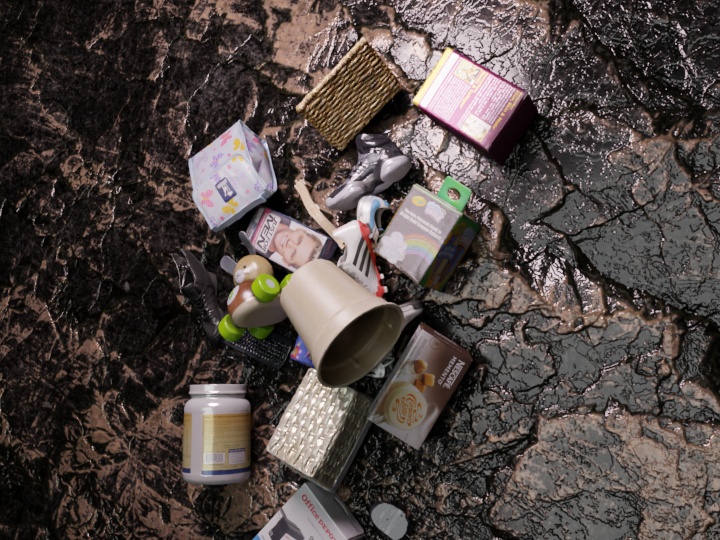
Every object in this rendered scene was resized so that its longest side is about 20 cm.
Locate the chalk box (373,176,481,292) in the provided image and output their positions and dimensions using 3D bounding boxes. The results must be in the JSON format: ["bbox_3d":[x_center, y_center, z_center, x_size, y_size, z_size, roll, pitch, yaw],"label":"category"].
[{"bbox_3d":[0.142,-0.080,1.397,0.124,0.124,0.201,36,97,27],"label":"chalk box"}]

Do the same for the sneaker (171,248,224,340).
[{"bbox_3d":[-0.367,0.055,1.629,0.060,0.104,0.202,-24,64,22],"label":"sneaker"}]

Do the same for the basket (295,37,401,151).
[{"bbox_3d":[-0.043,-0.383,1.499,0.200,0.149,0.143,-45,41,7],"label":"basket"}]

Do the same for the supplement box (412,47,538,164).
[{"bbox_3d":[0.222,-0.320,1.404,0.200,0.103,0.132,40,100,26],"label":"supplement box"}]

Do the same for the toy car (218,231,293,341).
[{"bbox_3d":[-0.238,0.020,1.536,0.164,0.157,0.201,-46,62,29],"label":"toy car"}]

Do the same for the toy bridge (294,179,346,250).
[{"bbox_3d":[-0.087,-0.123,1.547,0.027,0.067,0.201,-43,67,14],"label":"toy bridge"}]

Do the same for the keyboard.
[{"bbox_3d":[-0.249,0.166,1.598,0.198,0.040,0.105,20,91,28],"label":"keyboard"}]

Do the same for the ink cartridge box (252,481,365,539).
[{"bbox_3d":[-0.112,0.542,1.446,0.200,0.084,0.145,-49,65,12],"label":"ink cartridge box"}]

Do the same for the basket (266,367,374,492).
[{"bbox_3d":[-0.075,0.310,1.416,0.135,0.123,0.201,22,76,27],"label":"basket"}]

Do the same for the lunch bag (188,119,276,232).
[{"bbox_3d":[-0.284,-0.204,1.605,0.169,0.127,0.202,-31,54,20],"label":"lunch bag"}]

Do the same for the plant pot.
[{"bbox_3d":[-0.050,0.085,1.363,0.201,0.200,0.184,-51,57,10],"label":"plant pot"}]

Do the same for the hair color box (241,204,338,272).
[{"bbox_3d":[-0.155,-0.060,1.575,0.199,0.060,0.101,26,94,26],"label":"hair color box"}]

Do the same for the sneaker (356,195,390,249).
[{"bbox_3d":[0.013,-0.053,1.487,0.072,0.072,0.203,12,91,20],"label":"sneaker"}]

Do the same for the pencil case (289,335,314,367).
[{"bbox_3d":[-0.085,0.104,1.507,0.077,0.087,0.202,16,90,-15],"label":"pencil case"}]

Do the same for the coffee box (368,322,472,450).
[{"bbox_3d":[0.113,0.217,1.369,0.114,0.080,0.201,31,97,0],"label":"coffee box"}]

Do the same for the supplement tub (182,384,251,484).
[{"bbox_3d":[-0.305,0.345,1.539,0.143,0.144,0.203,-5,80,25],"label":"supplement tub"}]

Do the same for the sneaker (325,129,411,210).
[{"bbox_3d":[0.002,-0.213,1.516,0.199,0.075,0.115,-30,70,13],"label":"sneaker"}]

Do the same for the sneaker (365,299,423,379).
[{"bbox_3d":[0.062,0.146,1.439,0.200,0.075,0.116,-34,77,26],"label":"sneaker"}]

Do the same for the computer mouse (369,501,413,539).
[{"bbox_3d":[0.101,0.512,1.381,0.199,0.034,0.059,34,81,21],"label":"computer mouse"}]

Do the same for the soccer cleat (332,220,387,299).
[{"bbox_3d":[0.000,0.000,1.436,0.084,0.069,0.202,-15,107,-1],"label":"soccer cleat"}]
